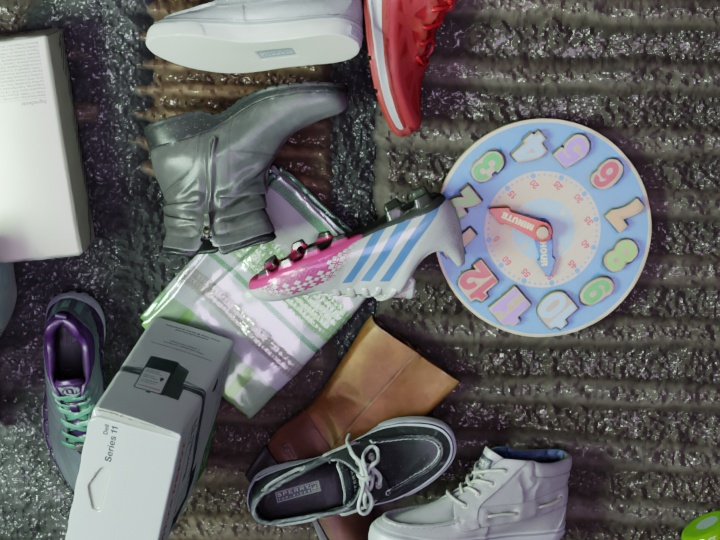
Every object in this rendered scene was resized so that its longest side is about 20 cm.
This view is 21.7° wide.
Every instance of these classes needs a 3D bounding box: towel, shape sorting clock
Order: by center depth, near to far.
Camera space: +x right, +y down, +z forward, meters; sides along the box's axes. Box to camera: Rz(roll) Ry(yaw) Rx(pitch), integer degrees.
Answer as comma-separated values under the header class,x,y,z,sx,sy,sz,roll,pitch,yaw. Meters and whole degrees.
class,x,y,z,sx,sy,sz,roll,pitch,yaw
shape sorting clock,0.165,-0.038,1.700,0.198,0.039,0.201,1,103,3
towel,-0.089,0.023,1.731,0.149,0.031,0.200,42,101,-6

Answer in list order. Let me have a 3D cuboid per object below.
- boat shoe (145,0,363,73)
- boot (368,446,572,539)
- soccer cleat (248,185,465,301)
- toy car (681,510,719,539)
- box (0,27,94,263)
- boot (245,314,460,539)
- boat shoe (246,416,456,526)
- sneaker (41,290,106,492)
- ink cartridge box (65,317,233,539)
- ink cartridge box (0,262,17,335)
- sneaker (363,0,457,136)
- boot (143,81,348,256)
class,x,y,z,sx,sy,sz,roll,pitch,yaw
boat shoe,-0.093,-0.223,1.657,0.199,0.072,0.069,-4,66,22
boot,0.102,0.205,1.718,0.199,0.073,0.096,-1,108,-27
soccer cleat,0.000,0.000,1.672,0.199,0.070,0.087,-23,102,7
toy car,0.391,0.306,1.684,0.157,0.200,0.165,-26,100,8
box,-0.297,-0.113,1.690,0.082,0.068,0.201,-5,103,4
boot,0.022,0.172,1.756,0.188,0.068,0.200,41,94,1
boat shoe,-0.006,0.184,1.688,0.198,0.068,0.074,-12,95,-4
sneaker,-0.268,0.124,1.733,0.074,0.088,0.201,-6,102,4
ink cartridge box,-0.185,0.152,1.665,0.083,0.200,0.147,16,114,4
ink cartridge box,-0.343,0.067,1.686,0.047,0.160,0.201,-6,103,5
sneaker,0.062,-0.222,1.645,0.115,0.078,0.201,-8,103,6
boot,-0.091,-0.087,1.671,0.199,0.070,0.133,-16,82,18
